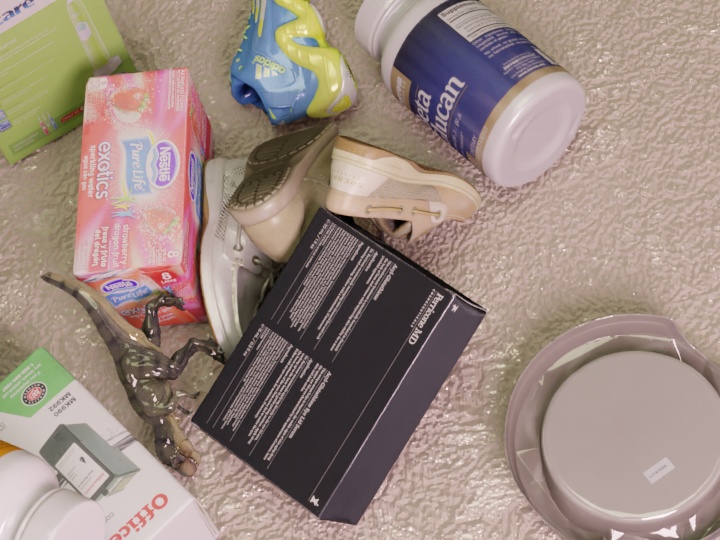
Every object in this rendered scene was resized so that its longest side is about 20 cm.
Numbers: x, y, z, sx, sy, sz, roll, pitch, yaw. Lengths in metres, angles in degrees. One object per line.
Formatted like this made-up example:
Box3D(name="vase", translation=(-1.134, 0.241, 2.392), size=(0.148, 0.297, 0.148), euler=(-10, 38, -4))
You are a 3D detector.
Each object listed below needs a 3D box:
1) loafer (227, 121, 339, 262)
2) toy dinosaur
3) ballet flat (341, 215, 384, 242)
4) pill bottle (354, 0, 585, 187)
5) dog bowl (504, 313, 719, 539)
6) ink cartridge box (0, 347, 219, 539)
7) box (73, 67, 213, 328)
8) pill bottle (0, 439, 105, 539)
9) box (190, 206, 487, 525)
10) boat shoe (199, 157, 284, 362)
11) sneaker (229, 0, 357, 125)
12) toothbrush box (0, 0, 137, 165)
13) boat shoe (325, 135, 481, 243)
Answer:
Box3D(name="loafer", translation=(-0.057, -0.064, 1.551), size=(0.075, 0.069, 0.200), euler=(-13, 20, 21))
Box3D(name="toy dinosaur", translation=(-0.166, 0.065, 1.508), size=(0.088, 0.047, 0.201), euler=(-32, 88, -17))
Box3D(name="ballet flat", translation=(0.000, 0.000, 1.552), size=(0.046, 0.067, 0.201), euler=(-8, 65, -4))
Box3D(name="pill bottle", translation=(0.087, -0.170, 1.606), size=(0.111, 0.111, 0.200), euler=(-40, 60, -13))
Box3D(name="dog bowl", translation=(0.211, 0.134, 1.434), size=(0.199, 0.059, 0.201), euler=(-5, 60, 9))
Box3D(name="ink cartridge box", translation=(-0.231, 0.182, 1.478), size=(0.146, 0.084, 0.200), euler=(-43, 62, -14))
Box3D(name="box", translation=(-0.182, -0.062, 1.601), size=(0.094, 0.103, 0.201), euler=(-6, 58, 8))
Box3D(name="pill bottle", translation=(-0.292, 0.174, 1.381), size=(0.199, 0.111, 0.111), euler=(19, 65, 22))
Box3D(name="box", translation=(-0.017, 0.075, 1.464), size=(0.141, 0.079, 0.201), euler=(34, 94, 29))
Box3D(name="boat shoe", translation=(-0.095, -0.015, 1.575), size=(0.069, 0.071, 0.201), euler=(-8, 57, 7))
Box3D(name="sneaker", translation=(-0.084, -0.213, 1.686), size=(0.105, 0.076, 0.201), euler=(-25, 59, -3))
Box3D(name="toothbrush box", translation=(-0.296, -0.210, 1.653), size=(0.145, 0.200, 0.086), euler=(-33, 59, -8))
Box3D(name="boat shoe", translation=(0.032, -0.058, 1.519), size=(0.072, 0.200, 0.065), euler=(18, 91, 29))
